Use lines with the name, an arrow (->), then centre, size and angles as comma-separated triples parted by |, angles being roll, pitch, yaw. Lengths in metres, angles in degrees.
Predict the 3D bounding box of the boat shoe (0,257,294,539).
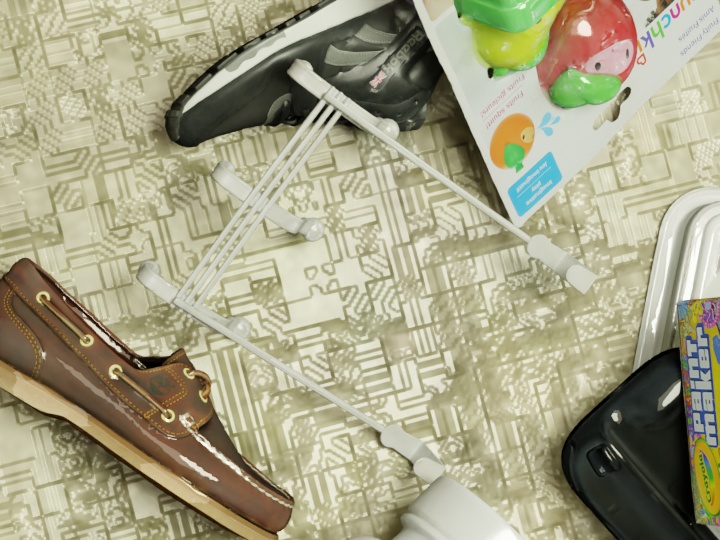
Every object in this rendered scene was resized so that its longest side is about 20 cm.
boat shoe -> -0.114, 0.069, 1.115 | 0.200, 0.070, 0.070 | 34, 84, -5

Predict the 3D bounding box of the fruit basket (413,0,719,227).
fruit basket -> 0.117, -0.148, 1.132 | 0.185, 0.094, 0.200 | -43, 126, -18

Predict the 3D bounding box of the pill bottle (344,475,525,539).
pill bottle -> 0.006, 0.208, 1.097 | 0.120, 0.120, 0.200 | 45, 80, -3

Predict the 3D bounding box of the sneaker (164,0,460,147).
sneaker -> -0.006, -0.104, 1.153 | 0.200, 0.076, 0.088 | -31, 96, -11

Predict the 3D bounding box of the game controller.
game controller -> 0.201, 0.136, 1.158 | 0.104, 0.042, 0.200 | -44, 105, -7

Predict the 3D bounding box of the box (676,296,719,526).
box -> 0.297, 0.062, 1.068 | 0.200, 0.193, 0.122 | -5, 90, -22

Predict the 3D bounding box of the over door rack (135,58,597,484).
over door rack -> 0.000, 0.000, 1.134 | 0.200, 0.067, 0.148 | 35, 97, -18

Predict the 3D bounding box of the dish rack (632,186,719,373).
dish rack -> 0.258, 0.050, 1.196 | 0.200, 0.044, 0.172 | 13, 82, -9
